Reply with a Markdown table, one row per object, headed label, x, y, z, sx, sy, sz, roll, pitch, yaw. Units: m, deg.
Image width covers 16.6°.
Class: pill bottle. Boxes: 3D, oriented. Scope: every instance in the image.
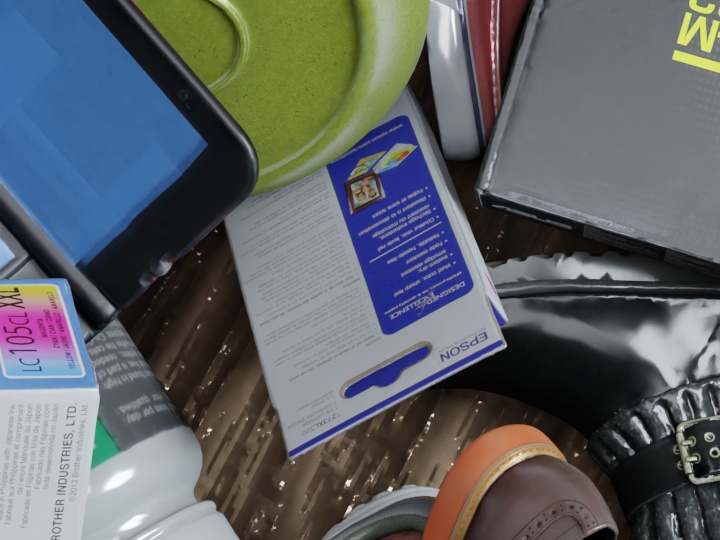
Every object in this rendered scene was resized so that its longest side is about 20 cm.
| label | x | y | z | sx | sy | sz | roll | pitch | yaw |
| --- | --- | --- | --- | --- | --- | --- | --- | --- | --- |
| pill bottle | -0.136 | 0.066 | 1.017 | 0.113 | 0.113 | 0.200 | -35 | 80 | -3 |

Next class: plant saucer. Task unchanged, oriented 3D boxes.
| label | x | y | z | sx | sy | sz | roll | pitch | yaw |
| --- | --- | --- | --- | --- | --- | --- | --- | --- | --- |
| plant saucer | -0.071 | -0.096 | 0.959 | 0.199 | 0.201 | 0.031 | -4 | 41 | 2 |

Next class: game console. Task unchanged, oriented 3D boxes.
| label | x | y | z | sx | sy | sz | roll | pitch | yaw |
| --- | --- | --- | --- | --- | --- | --- | --- | --- | --- |
| game console | -0.170 | -0.047 | 0.912 | 0.172 | 0.119 | 0.200 | -42 | 91 | -20 |

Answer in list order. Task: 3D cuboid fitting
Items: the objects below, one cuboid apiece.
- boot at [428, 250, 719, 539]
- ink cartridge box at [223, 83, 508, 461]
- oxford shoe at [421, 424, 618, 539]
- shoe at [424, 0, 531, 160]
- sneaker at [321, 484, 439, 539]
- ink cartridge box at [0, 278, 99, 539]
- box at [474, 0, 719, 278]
| label | x | y | z | sx | sy | sz | roll | pitch | yaw |
| --- | --- | --- | --- | --- | --- | --- | --- | --- | --- |
| boot | 0.103 | 0.074 | 1.020 | 0.210 | 0.079 | 0.159 | -3 | 80 | 2 |
| ink cartridge box | 0.000 | 0.000 | 0.994 | 0.094 | 0.037 | 0.200 | -28 | 35 | 8 |
| oxford shoe | 0.050 | 0.164 | 0.972 | 0.071 | 0.072 | 0.201 | -6 | 120 | -35 |
| shoe | 0.070 | -0.149 | 1.066 | 0.090 | 0.071 | 0.201 | -3 | 80 | 1 |
| sneaker | -0.033 | 0.160 | 1.013 | 0.200 | 0.079 | 0.074 | -42 | 82 | -3 |
| ink cartridge box | -0.200 | 0.078 | 0.867 | 0.199 | 0.076 | 0.137 | -1 | 121 | -20 |
| box | 0.166 | -0.091 | 0.988 | 0.199 | 0.048 | 0.194 | 18 | 82 | 6 |
